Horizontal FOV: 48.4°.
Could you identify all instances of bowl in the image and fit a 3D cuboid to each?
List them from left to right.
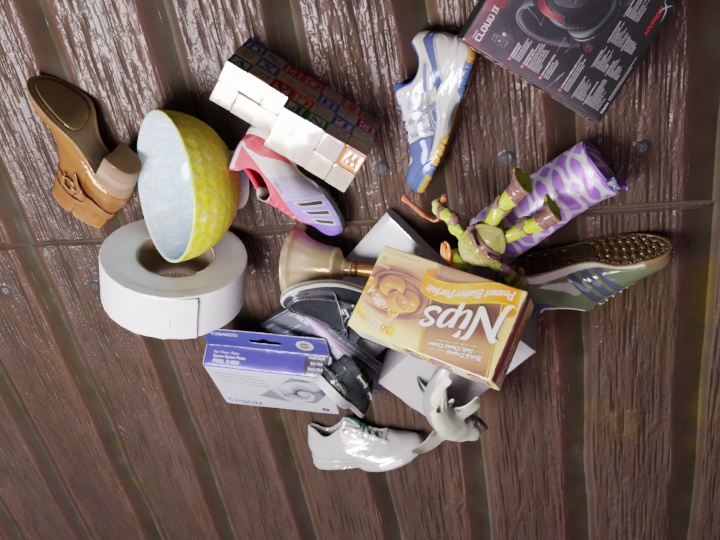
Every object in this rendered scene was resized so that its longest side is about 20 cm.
[{"bbox_3d":[-0.212,-0.115,1.063,0.107,0.200,0.201,-10,133,-33],"label":"bowl"}]

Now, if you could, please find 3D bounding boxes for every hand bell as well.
[{"bbox_3d":[0.000,0.000,1.095,0.199,0.104,0.104,6,124,15],"label":"hand bell"}]

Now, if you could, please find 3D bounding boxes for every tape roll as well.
[{"bbox_3d":[-0.258,0.006,1.109,0.202,0.203,0.071,13,124,4],"label":"tape roll"}]

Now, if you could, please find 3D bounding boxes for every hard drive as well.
[{"bbox_3d":[0.029,0.025,1.146,0.132,0.025,0.200,44,123,3],"label":"hard drive"}]

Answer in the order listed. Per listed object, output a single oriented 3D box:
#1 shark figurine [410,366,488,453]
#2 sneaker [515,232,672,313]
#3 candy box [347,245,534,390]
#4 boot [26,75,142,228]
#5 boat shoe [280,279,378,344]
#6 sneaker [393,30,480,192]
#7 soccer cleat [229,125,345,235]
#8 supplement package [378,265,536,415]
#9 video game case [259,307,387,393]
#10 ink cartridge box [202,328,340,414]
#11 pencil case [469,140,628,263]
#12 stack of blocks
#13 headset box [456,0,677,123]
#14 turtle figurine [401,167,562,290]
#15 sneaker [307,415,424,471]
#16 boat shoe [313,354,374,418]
[{"bbox_3d":[0.104,0.155,1.061,0.128,0.090,0.215,-20,132,-14],"label":"shark figurine"},{"bbox_3d":[0.315,0.011,1.074,0.200,0.067,0.090,-10,128,18],"label":"sneaker"},{"bbox_3d":[0.098,0.055,0.987,0.200,0.116,0.055,19,168,26],"label":"candy box"},{"bbox_3d":[-0.405,-0.158,1.117,0.200,0.074,0.155,48,135,-2],"label":"boot"},{"bbox_3d":[-0.010,0.062,1.078,0.199,0.062,0.075,14,144,-15],"label":"boat shoe"},{"bbox_3d":[0.080,-0.197,0.989,0.088,0.075,0.201,20,116,8],"label":"sneaker"},{"bbox_3d":[-0.095,-0.101,1.056,0.068,0.073,0.200,12,152,46],"label":"soccer cleat"},{"bbox_3d":[0.137,0.101,1.133,0.121,0.120,0.200,37,123,-12],"label":"supplement package"},{"bbox_3d":[-0.047,0.123,1.209,0.200,0.019,0.143,38,153,-12],"label":"video game case"},{"bbox_3d":[-0.135,0.159,1.234,0.199,0.041,0.200,4,148,11],"label":"ink cartridge box"},{"bbox_3d":[0.235,-0.082,1.020,0.200,0.084,0.085,-33,131,30],"label":"pencil case"},{"bbox_3d":[-0.080,-0.194,0.992,0.200,0.115,0.059,31,124,-8],"label":"stack of blocks"},{"bbox_3d":[0.211,-0.277,0.873,0.200,0.075,0.149,29,105,-7],"label":"headset box"},{"bbox_3d":[0.152,-0.050,0.978,0.200,0.064,0.161,47,123,-1],"label":"turtle figurine"},{"bbox_3d":[0.003,0.276,1.313,0.199,0.075,0.089,-9,109,19],"label":"sneaker"},{"bbox_3d":[-0.009,0.162,1.138,0.060,0.200,0.076,-44,77,-2],"label":"boat shoe"}]
